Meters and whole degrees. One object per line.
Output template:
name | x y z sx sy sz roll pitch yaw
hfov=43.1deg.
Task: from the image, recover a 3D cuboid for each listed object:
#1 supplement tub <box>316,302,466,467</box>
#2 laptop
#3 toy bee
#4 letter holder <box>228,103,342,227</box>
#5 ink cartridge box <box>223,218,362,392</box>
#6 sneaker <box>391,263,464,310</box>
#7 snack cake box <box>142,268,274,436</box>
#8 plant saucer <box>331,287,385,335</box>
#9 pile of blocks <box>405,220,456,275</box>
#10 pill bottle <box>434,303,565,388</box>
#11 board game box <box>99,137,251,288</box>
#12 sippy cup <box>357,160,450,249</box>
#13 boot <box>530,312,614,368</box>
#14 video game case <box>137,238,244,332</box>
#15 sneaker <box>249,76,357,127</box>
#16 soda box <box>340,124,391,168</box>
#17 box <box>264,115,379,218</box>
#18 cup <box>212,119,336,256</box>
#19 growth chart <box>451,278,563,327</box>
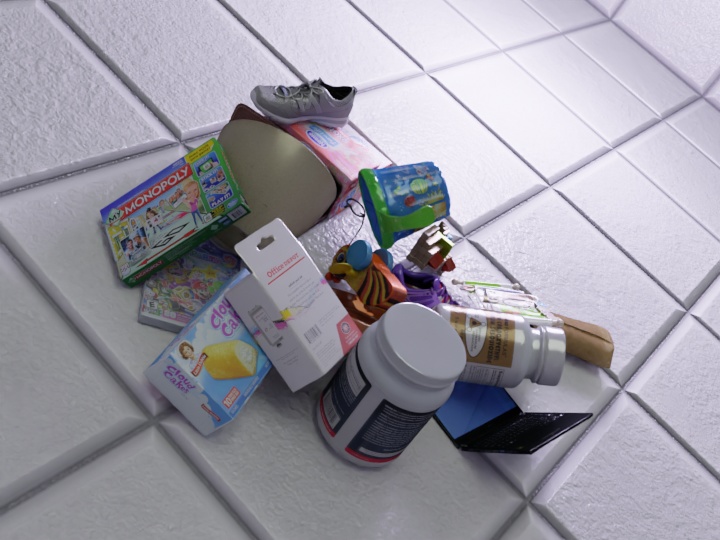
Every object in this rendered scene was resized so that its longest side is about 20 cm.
supplement tub | 0.039 0.154 1.213 0.139 0.201 0.141 20 39 -18
laptop | 0.214 0.198 1.375 0.176 0.199 0.104 -16 96 -45
toy bee | 0.000 0.000 1.428 0.130 0.109 0.201 32 26 -25
letter holder | -0.126 -0.181 1.504 0.200 0.143 0.100 41 38 9
ink cartridge box | -0.098 0.043 1.211 0.201 0.067 0.116 56 36 -4
sneaker | 0.125 0.054 1.483 0.199 0.084 0.081 25 38 -12
snack cake box | -0.177 0.103 1.192 0.115 0.067 0.200 48 38 -11
plant saucer | 0.011 0.076 1.355 0.199 0.033 0.200 22 9 -4
pile of blocks | 0.139 -0.031 1.544 0.062 0.082 0.200 40 8 11
pill bottle | 0.207 0.120 1.399 0.198 0.115 0.115 8 40 0
board game box | -0.261 -0.082 1.272 0.135 0.199 0.029 62 7 32
sippy cup | 0.076 -0.118 1.508 0.129 0.140 0.179 -17 60 -5
boot | 0.357 0.128 1.589 0.199 0.066 0.176 22 37 -17
video game case | -0.238 0.014 1.312 0.142 0.018 0.201 18 40 -20
sneaker | -0.095 -0.299 1.546 0.199 0.082 0.075 -3 50 -37
soda box | -0.042 -0.231 1.686 0.200 0.064 0.070 42 38 10
box | -0.081 -0.201 1.598 0.200 0.095 0.102 42 39 11
cup | -0.154 -0.102 1.354 0.199 0.200 0.144 30 66 -5
growth chart | 0.248 0.054 1.530 0.143 0.018 0.200 3 17 -13
